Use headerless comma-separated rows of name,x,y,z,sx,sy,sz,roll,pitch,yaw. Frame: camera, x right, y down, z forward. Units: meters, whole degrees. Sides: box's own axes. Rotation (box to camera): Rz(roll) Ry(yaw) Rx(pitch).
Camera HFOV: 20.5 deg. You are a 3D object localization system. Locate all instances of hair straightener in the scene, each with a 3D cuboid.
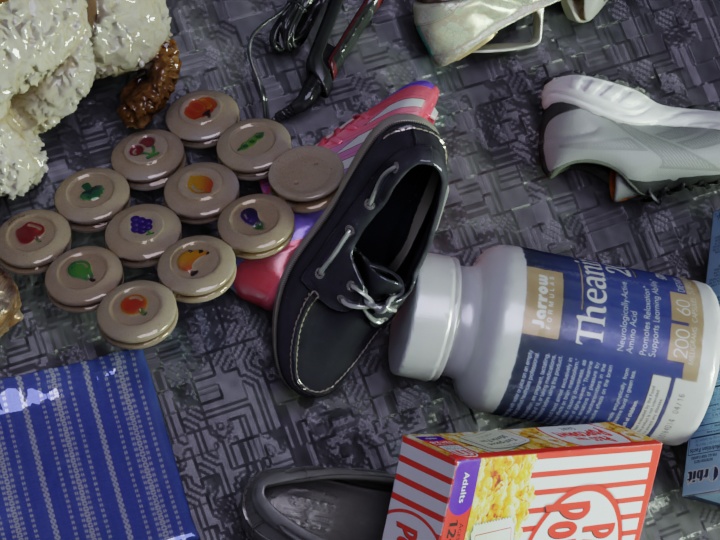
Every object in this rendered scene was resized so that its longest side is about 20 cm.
hair straightener,-0.025,-0.190,1.380,0.077,0.041,0.200,30,76,-1

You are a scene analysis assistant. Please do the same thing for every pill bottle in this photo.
pill bottle,0.124,0.044,1.298,0.200,0.111,0.111,10,73,-8

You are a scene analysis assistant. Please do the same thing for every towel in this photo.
towel,-0.214,0.126,1.235,0.200,0.024,0.145,-12,59,-14

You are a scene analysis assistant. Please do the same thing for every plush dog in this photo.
plush dog,-0.203,-0.168,1.291,0.172,0.160,0.200,-20,78,-39

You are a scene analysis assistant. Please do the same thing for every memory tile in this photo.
memory tile,-0.121,-0.038,1.276,0.153,0.017,0.200,33,58,32

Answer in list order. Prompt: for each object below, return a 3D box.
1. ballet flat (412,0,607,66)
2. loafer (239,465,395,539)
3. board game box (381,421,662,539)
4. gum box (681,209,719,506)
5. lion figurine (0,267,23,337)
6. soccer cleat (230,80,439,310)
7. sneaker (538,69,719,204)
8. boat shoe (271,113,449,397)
ballet flat,0.130,-0.195,1.404,0.200,0.067,0.062,-19,107,-12
loafer,0.023,0.164,1.260,0.200,0.070,0.070,9,73,-8
board game box,0.091,0.172,1.198,0.200,0.046,0.152,0,105,-47
gum box,0.306,0.073,1.337,0.170,0.045,0.200,18,72,-24
lion figurine,-0.313,-0.015,1.250,0.122,0.072,0.200,-38,87,-12
soccer cleat,-0.022,-0.061,1.327,0.076,0.067,0.200,36,74,5
sneaker,0.217,-0.077,1.379,0.200,0.074,0.079,13,82,-1
boat shoe,0.000,0.000,1.250,0.073,0.063,0.200,18,109,-21
